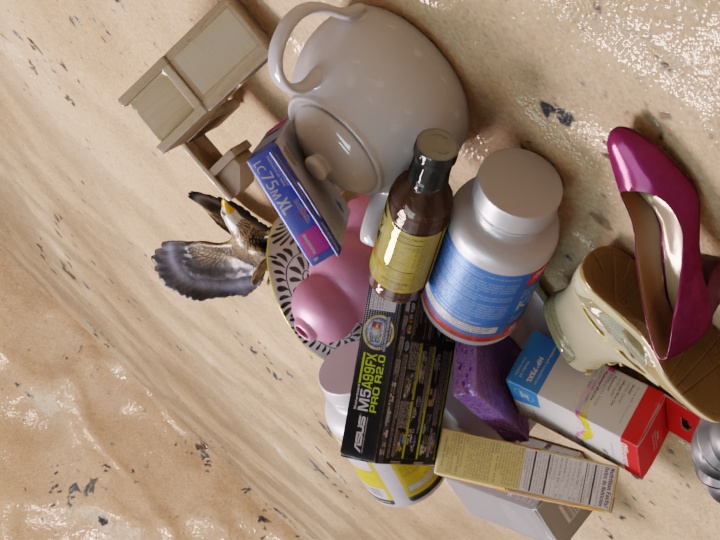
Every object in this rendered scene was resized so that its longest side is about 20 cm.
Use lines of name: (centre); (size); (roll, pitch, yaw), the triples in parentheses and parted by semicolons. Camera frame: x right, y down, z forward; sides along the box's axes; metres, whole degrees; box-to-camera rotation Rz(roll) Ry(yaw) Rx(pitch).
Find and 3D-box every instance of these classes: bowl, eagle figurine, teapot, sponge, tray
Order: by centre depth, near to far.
teapot: (-0.002, -0.148, 1.242); (0.200, 0.146, 0.198); (44, 159, 3)
tray: (0.172, 0.023, 1.418); (0.201, 0.022, 0.107); (53, 159, -23)
sponge: (0.147, 0.114, 1.439); (0.029, 0.113, 0.200); (-9, 155, 21)
bowl: (-0.015, 0.003, 1.568); (0.093, 0.202, 0.201); (-22, 117, 30)
eagle figurine: (-0.171, -0.039, 1.784); (0.198, 0.151, 0.153); (-2, 96, 41)

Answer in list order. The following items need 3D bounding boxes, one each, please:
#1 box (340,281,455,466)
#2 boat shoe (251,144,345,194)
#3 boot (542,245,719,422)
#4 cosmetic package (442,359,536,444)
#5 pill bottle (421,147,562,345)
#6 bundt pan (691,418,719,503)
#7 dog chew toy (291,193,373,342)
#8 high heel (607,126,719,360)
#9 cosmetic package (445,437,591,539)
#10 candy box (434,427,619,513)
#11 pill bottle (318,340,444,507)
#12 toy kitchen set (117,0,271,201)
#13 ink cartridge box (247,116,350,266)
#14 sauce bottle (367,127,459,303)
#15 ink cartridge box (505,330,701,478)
box: (0.048, 0.106, 1.379); (0.044, 0.203, 0.160); (8, 176, 27)
boat shoe: (-0.061, -0.115, 1.530); (0.065, 0.072, 0.199); (50, 165, -31)
boot: (0.270, 0.079, 1.264); (0.200, 0.073, 0.156); (44, 159, 5)
cosmetic package: (0.104, 0.140, 1.624); (0.200, 0.123, 0.200); (47, 157, -8)
pill bottle: (0.131, -0.023, 1.258); (0.112, 0.112, 0.201); (38, 148, 15)
bundt pan: (0.405, 0.201, 1.245); (0.201, 0.076, 0.203); (37, 158, 17)
dog chew toy: (0.000, 0.000, 1.442); (0.124, 0.200, 0.125); (36, 158, 17)
high heel: (0.246, -0.021, 1.085); (0.201, 0.096, 0.067); (52, 158, -21)
cosmetic package: (0.217, 0.286, 1.717); (0.199, 0.107, 0.091); (8, 140, 55)
candy box: (0.185, 0.226, 1.449); (0.197, 0.056, 0.115); (11, 172, 8)
pill bottle: (0.024, 0.179, 1.518); (0.111, 0.112, 0.201); (23, 150, 44)
toy kitchen set: (-0.139, -0.202, 1.501); (0.164, 0.180, 0.200); (50, -161, -4)
ink cartridge box: (-0.058, -0.078, 1.252); (0.120, 0.042, 0.200); (58, -172, -12)
sauce bottle: (0.053, -0.051, 1.215); (0.064, 0.065, 0.201); (37, 142, 17)
ink cartridge box: (0.263, 0.153, 1.383); (0.199, 0.068, 0.116); (27, 165, 25)
